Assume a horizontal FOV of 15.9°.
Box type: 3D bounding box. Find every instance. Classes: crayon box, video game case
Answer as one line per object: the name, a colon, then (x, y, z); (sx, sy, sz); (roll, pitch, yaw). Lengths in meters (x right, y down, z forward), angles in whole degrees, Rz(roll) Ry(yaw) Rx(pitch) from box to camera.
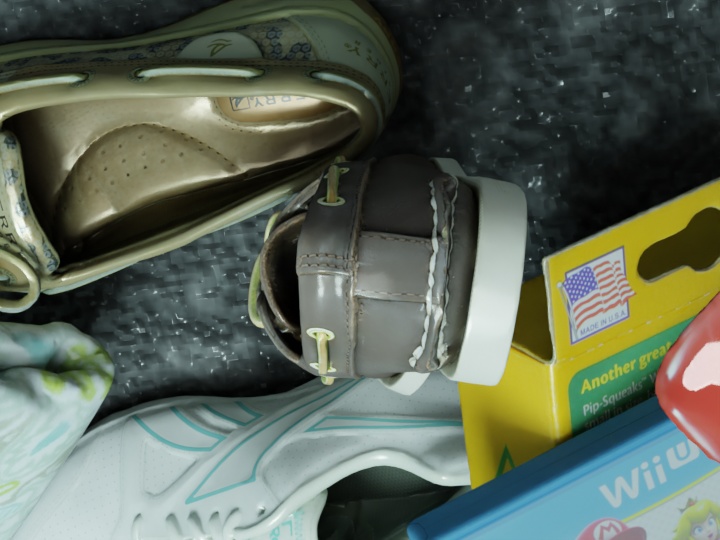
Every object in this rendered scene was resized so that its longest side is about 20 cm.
crayon box: (0.097, 0.059, 0.799); (0.125, 0.051, 0.201); (-23, 119, -30)
video game case: (0.108, 0.126, 0.773); (0.142, 0.018, 0.201); (-26, 117, -9)

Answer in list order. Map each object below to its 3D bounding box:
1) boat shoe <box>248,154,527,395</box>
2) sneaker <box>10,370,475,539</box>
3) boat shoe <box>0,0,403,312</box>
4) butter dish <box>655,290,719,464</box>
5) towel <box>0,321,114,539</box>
boat shoe: (0.000, 0.000, 0.740); (0.059, 0.200, 0.072); (7, 91, -8)
sneaker: (-0.036, 0.078, 0.841); (0.199, 0.080, 0.071); (-22, 113, 16)
boat shoe: (-0.085, -0.035, 0.800); (0.199, 0.063, 0.074); (-20, 112, 14)
butter dish: (0.198, -0.014, 0.696); (0.199, 0.148, 0.200); (33, 114, -23)
towel: (-0.197, 0.074, 0.807); (0.199, 0.048, 0.171); (6, 140, -35)
